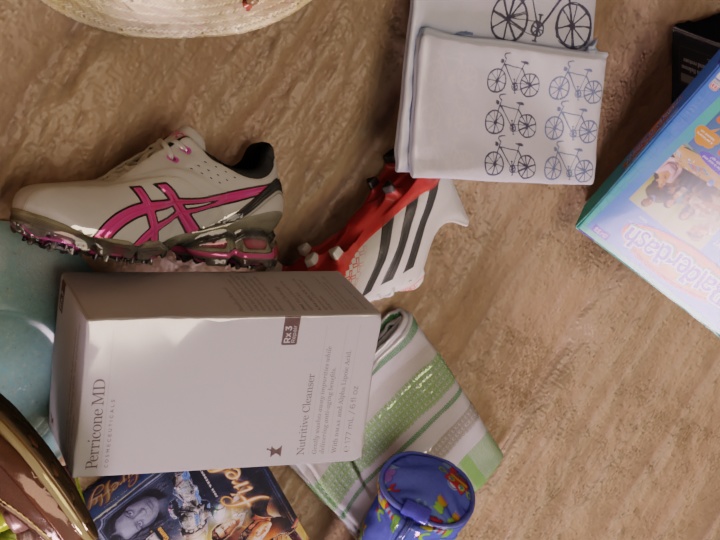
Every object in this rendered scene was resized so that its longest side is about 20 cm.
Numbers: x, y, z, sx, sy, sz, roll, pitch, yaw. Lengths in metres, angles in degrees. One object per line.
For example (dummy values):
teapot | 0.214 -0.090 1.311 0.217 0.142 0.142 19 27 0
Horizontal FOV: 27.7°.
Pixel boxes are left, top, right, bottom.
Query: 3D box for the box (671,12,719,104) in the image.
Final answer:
box | 0.371 -0.123 1.230 0.195 0.117 0.202 -22 123 -25

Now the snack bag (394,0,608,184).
snack bag | 0.110 -0.164 1.064 0.187 0.021 0.202 1 96 -36

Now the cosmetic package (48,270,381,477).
cosmetic package | -0.096 0.064 0.947 0.198 0.081 0.114 -3 113 -25

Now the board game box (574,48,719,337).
board game box | 0.287 -0.064 1.136 0.152 0.045 0.200 37 125 -2

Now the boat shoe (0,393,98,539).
boat shoe | -0.239 0.101 0.873 0.068 0.072 0.200 -42 103 -7

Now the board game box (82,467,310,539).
board game box | -0.114 0.207 1.095 0.135 0.035 0.201 -37 127 -15

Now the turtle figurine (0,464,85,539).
turtle figurine | -0.257 0.182 0.954 0.160 0.065 0.201 -18 141 -17

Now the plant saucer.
plant saucer | -0.244 0.068 0.940 0.200 0.039 0.203 -15 118 -30

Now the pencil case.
pencil case | 0.023 0.239 1.144 0.077 0.087 0.201 22 120 4

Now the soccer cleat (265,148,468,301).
soccer cleat | 0.000 0.000 1.061 0.200 0.068 0.085 -47 121 -14

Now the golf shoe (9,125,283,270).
golf shoe | -0.137 -0.049 0.947 0.199 0.072 0.093 1 96 -43

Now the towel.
towel | 0.030 0.143 1.169 0.149 0.031 0.200 -43 128 -10

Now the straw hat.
straw hat | -0.114 -0.225 0.864 0.200 0.200 0.086 25 54 -39
